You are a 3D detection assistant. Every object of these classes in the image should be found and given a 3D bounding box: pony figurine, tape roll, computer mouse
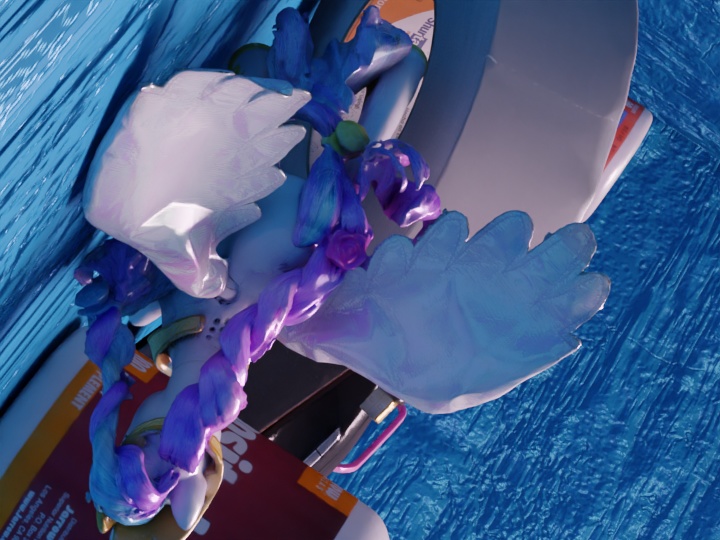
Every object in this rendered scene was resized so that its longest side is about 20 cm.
[{"bbox_3d":[-0.027,-0.007,0.708,0.193,0.166,0.200,-48,-160,36],"label":"pony figurine"},{"bbox_3d":[0.031,-0.065,0.851,0.200,0.066,0.200,-45,-146,43],"label":"tape roll"},{"bbox_3d":[-0.005,0.076,1.042,0.200,0.046,0.140,-38,-170,-1],"label":"computer mouse"}]

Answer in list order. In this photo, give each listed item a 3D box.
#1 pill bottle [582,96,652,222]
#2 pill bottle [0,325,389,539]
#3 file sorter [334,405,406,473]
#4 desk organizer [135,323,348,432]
[{"bbox_3d":[0.127,-0.136,1.658,0.112,0.200,0.112,-56,180,-1],"label":"pill bottle"},{"bbox_3d":[-0.062,0.120,0.846,0.113,0.200,0.113,-56,179,-1],"label":"pill bottle"},{"bbox_3d":[0.000,0.000,1.238,0.200,0.125,0.139,-64,171,24],"label":"file sorter"},{"bbox_3d":[-0.032,0.019,1.054,0.200,0.072,0.077,-36,-173,13],"label":"desk organizer"}]
